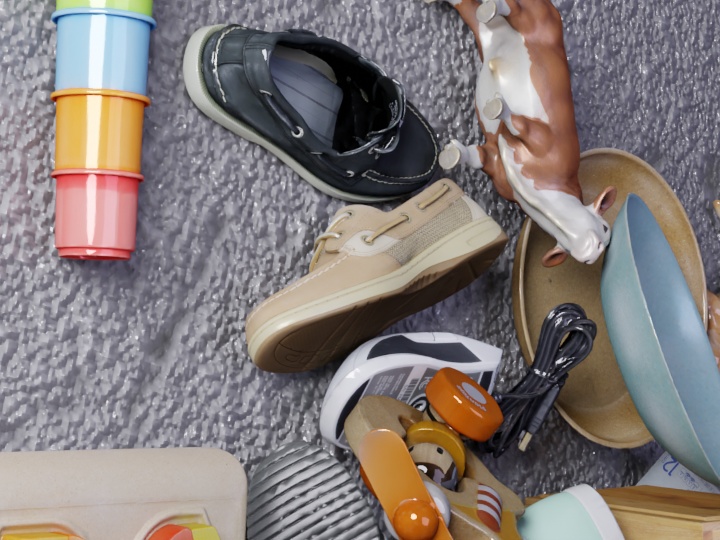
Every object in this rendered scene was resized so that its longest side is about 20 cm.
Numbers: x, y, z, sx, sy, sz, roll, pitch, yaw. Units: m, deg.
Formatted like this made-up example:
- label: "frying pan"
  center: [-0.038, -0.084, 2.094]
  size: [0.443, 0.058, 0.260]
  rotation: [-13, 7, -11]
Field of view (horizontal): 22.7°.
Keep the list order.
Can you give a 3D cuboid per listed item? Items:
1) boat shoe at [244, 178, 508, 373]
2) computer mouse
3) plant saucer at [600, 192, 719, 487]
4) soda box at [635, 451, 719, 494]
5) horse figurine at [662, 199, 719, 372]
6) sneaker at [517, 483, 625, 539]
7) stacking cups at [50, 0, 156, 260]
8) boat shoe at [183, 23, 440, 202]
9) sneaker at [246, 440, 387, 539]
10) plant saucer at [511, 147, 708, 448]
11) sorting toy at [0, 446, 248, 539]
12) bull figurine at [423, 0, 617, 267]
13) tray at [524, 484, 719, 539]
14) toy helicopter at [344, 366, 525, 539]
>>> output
- label: "boat shoe"
  center: [0.000, 0.000, 1.032]
  size: [0.199, 0.071, 0.065]
  rotation: [-24, 70, -45]
- label: "computer mouse"
  center: [0.049, 0.065, 1.071]
  size: [0.199, 0.044, 0.110]
  rotation: [4, 125, -43]
- label: "plant saucer"
  center: [0.192, 0.051, 1.151]
  size: [0.201, 0.038, 0.202]
  rotation: [55, 24, -38]
- label: "soda box"
  center: [0.260, 0.206, 1.197]
  size: [0.064, 0.200, 0.068]
  rotation: [-50, 132, 9]
- label: "horse figurine"
  center: [0.277, 0.015, 1.338]
  size: [0.199, 0.050, 0.133]
  rotation: [-22, 96, -43]
- label: "sneaker"
  center: [0.121, 0.232, 1.015]
  size: [0.117, 0.074, 0.201]
  rotation: [-20, 66, -17]
- label: "stacking cups"
  center: [-0.131, -0.106, 0.905]
  size: [0.060, 0.060, 0.202]
  rotation: [4, 88, -47]
- label: "boat shoe"
  center: [-0.008, -0.091, 1.021]
  size: [0.199, 0.066, 0.075]
  rotation: [29, 65, -43]
- label: "sneaker"
  center: [-0.002, 0.188, 0.979]
  size: [0.089, 0.074, 0.201]
  rotation: [43, 21, -83]
- label: "plant saucer"
  center: [0.162, 0.020, 1.213]
  size: [0.199, 0.035, 0.202]
  rotation: [7, 80, -43]
- label: "sorting toy"
  center: [-0.123, 0.190, 0.894]
  size: [0.184, 0.036, 0.202]
  rotation: [5, 83, -47]
- label: "bull figurine"
  center: [0.100, -0.096, 1.119]
  size: [0.121, 0.065, 0.201]
  rotation: [25, 48, -49]
- label: "tray"
  center: [0.192, 0.158, 1.105]
  size: [0.098, 0.200, 0.037]
  rotation: [-2, 89, -25]
- label: "toy helicopter"
  center: [0.064, 0.141, 0.957]
  size: [0.200, 0.079, 0.132]
  rotation: [46, 16, 21]
